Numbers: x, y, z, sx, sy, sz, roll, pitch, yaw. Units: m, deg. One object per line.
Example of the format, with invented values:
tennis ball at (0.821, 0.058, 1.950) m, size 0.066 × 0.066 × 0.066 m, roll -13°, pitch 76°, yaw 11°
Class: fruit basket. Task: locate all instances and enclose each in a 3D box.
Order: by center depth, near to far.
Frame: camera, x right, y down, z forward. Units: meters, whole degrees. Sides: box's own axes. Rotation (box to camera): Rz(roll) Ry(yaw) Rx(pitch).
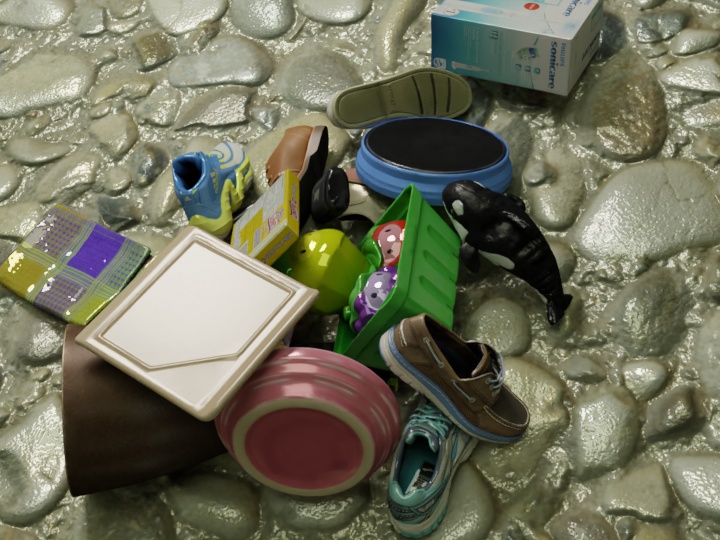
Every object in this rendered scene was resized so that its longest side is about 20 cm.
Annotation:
fruit basket at (0.000, 0.000, 1.281) m, size 0.213 × 0.156 × 0.218 m, roll 23°, pitch 41°, yaw -22°

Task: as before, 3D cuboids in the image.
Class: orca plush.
orca plush at (0.174, -0.028, 1.289) m, size 0.104 × 0.071 × 0.202 m, roll -29°, pitch 87°, yaw -16°

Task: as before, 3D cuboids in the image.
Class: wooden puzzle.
wooden puzzle at (-0.166, 0.052, 1.166) m, size 0.198 × 0.038 × 0.185 m, roll 24°, pitch 56°, yaw 28°

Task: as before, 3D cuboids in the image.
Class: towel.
towel at (-0.377, -0.007, 1.478) m, size 0.198 × 0.023 × 0.144 m, roll 25°, pitch 63°, yaw 32°

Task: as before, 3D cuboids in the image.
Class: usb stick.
usb stick at (-0.039, -0.088, 1.369) m, size 0.032 × 0.200 × 0.056 m, roll -4°, pitch 89°, yaw -7°

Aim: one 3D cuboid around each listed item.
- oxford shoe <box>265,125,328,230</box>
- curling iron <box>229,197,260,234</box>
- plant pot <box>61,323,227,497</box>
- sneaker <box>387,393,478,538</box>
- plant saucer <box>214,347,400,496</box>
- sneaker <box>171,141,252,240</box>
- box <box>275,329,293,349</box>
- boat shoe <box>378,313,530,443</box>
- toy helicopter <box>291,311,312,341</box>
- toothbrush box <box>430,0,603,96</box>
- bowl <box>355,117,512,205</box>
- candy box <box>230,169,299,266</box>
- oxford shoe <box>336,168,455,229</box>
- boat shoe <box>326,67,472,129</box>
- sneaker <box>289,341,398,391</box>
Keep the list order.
oxford shoe at (-0.095, -0.112, 1.469) m, size 0.070 × 0.072 × 0.202 m, roll 6°, pitch 47°, yaw 10°
curling iron at (-0.192, -0.037, 1.462) m, size 0.199 × 0.026 × 0.049 m, roll -36°, pitch 34°, yaw -14°
plant pot at (-0.223, 0.149, 1.261) m, size 0.196 × 0.188 × 0.189 m, roll -3°, pitch 53°, yaw -8°
sneaker at (0.081, 0.180, 1.212) m, size 0.076 × 0.087 × 0.202 m, roll 9°, pitch 57°, yaw 18°
plant saucer at (-0.057, 0.168, 1.178) m, size 0.197 × 0.203 × 0.051 m, roll -5°, pitch 39°, yaw 9°
sneaker at (-0.192, -0.129, 1.461) m, size 0.075 × 0.106 × 0.202 m, roll -13°, pitch 39°, yaw 11°
box at (-0.142, 0.057, 1.268) m, size 0.135 × 0.040 × 0.201 m, roll 18°, pitch 31°, yaw -5°
boat shoe at (0.114, 0.115, 1.194) m, size 0.072 × 0.199 × 0.073 m, roll -39°, pitch 29°, yaw 37°
toy helicopter at (-0.153, 0.044, 1.384) m, size 0.197 × 0.080 × 0.133 m, roll 9°, pitch 48°, yaw 5°
toothbrush box at (0.210, -0.321, 1.518) m, size 0.197 × 0.086 × 0.147 m, roll 17°, pitch 43°, yaw 22°
bowl at (0.092, -0.141, 1.410) m, size 0.197 × 0.040 × 0.201 m, roll 2°, pitch 29°, yaw -1°
candy box at (-0.112, -0.047, 1.308) m, size 0.102 × 0.026 × 0.201 m, roll -42°, pitch 18°, yaw 13°
oxford shoe at (0.062, -0.068, 1.416) m, size 0.197 × 0.071 × 0.075 m, roll 16°, pitch 82°, yaw 25°
boat shoe at (0.049, -0.229, 1.514) m, size 0.197 × 0.076 × 0.068 m, roll -7°, pitch 7°, yaw -17°
sneaker at (-0.050, 0.118, 1.313) m, size 0.198 × 0.073 × 0.083 m, roll 19°, pitch 37°, yaw 22°
